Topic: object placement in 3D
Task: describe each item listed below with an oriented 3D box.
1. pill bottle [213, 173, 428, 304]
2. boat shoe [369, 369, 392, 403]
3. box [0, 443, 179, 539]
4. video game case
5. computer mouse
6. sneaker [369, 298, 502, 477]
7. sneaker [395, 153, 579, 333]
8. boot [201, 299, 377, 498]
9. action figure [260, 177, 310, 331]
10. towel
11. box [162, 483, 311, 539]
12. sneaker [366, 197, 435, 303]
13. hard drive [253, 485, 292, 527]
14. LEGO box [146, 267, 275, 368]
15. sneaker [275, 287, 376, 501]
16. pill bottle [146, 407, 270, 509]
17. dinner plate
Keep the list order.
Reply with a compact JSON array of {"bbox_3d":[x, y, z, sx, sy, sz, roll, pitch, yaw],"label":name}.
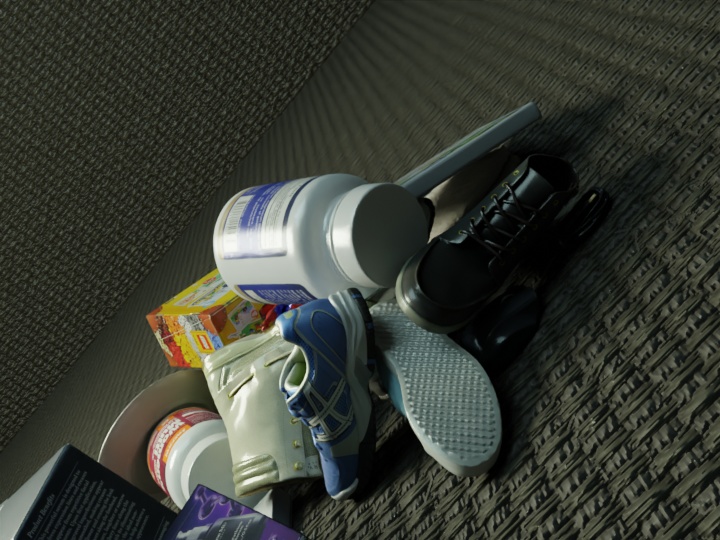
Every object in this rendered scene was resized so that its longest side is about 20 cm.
[{"bbox_3d":[-0.037,-0.028,0.867,0.200,0.120,0.120,-1,51,50],"label":"pill bottle"},{"bbox_3d":[0.061,0.035,0.903,0.067,0.057,0.200,-25,31,56],"label":"boat shoe"},{"bbox_3d":[-0.241,0.279,0.856,0.148,0.200,0.107,-40,20,36],"label":"box"},{"bbox_3d":[0.079,-0.106,0.995,0.200,0.022,0.182,-33,5,-8],"label":"video game case"},{"bbox_3d":[0.144,0.006,0.789,0.200,0.034,0.059,-54,16,-10],"label":"computer mouse"},{"bbox_3d":[0.065,0.104,0.763,0.074,0.082,0.200,-23,37,-4],"label":"sneaker"},{"bbox_3d":[0.106,-0.031,0.779,0.200,0.075,0.106,-41,-12,-46],"label":"sneaker"},{"bbox_3d":[-0.053,0.125,0.909,0.200,0.072,0.155,-25,67,18],"label":"boot"},{"bbox_3d":[-0.063,0.006,1.036,0.099,0.065,0.201,-72,-6,-72],"label":"action figure"},{"bbox_3d":[0.092,-0.052,1.045,0.200,0.034,0.132,-57,17,-16],"label":"towel"},{"bbox_3d":[-0.090,0.265,0.704,0.200,0.104,0.148,-3,51,58],"label":"box"},{"bbox_3d":[0.000,0.000,0.967,0.200,0.093,0.070,-60,2,17],"label":"sneaker"},{"bbox_3d":[-0.140,0.317,0.903,0.200,0.026,0.132,-47,17,15],"label":"hard drive"},{"bbox_3d":[-0.147,0.040,1.193,0.149,0.077,0.200,-3,27,47],"label":"LEGO box"},{"bbox_3d":[-0.030,0.111,0.804,0.076,0.077,0.201,-130,34,-64],"label":"sneaker"},{"bbox_3d":[-0.170,0.217,1.043,0.110,0.109,0.200,-56,17,-14],"label":"pill bottle"},{"bbox_3d":[-0.240,0.217,1.168,0.024,0.200,0.200,28,77,31],"label":"dinner plate"}]
